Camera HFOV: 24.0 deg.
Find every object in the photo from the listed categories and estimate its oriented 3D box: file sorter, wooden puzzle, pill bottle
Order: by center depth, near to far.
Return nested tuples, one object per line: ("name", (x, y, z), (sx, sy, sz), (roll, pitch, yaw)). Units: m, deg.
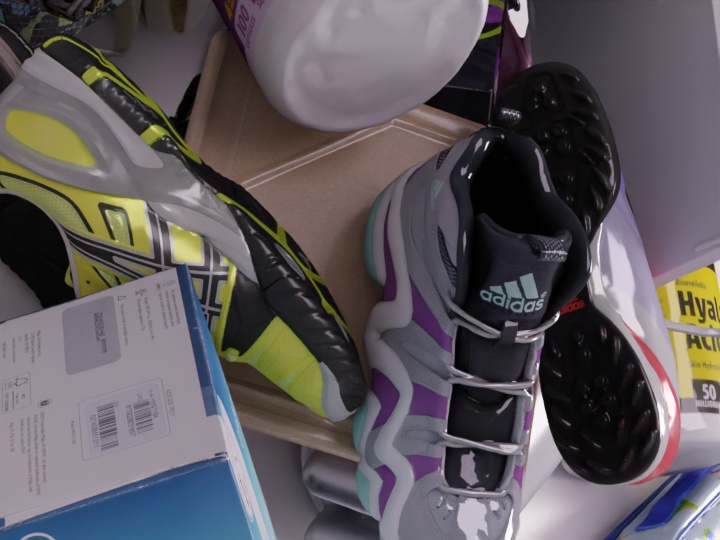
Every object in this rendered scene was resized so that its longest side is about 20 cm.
("pill bottle", (-0.031, -0.169, 0.782), (0.112, 0.112, 0.201), (11, 40, -45))
("wooden puzzle", (0.000, 0.000, 0.793), (0.199, 0.037, 0.186), (20, 64, -17))
("file sorter", (0.182, -0.080, 0.891), (0.124, 0.139, 0.201), (10, 67, -32))
("pill bottle", (0.165, 0.020, 1.040), (0.111, 0.111, 0.201), (13, 63, -44))

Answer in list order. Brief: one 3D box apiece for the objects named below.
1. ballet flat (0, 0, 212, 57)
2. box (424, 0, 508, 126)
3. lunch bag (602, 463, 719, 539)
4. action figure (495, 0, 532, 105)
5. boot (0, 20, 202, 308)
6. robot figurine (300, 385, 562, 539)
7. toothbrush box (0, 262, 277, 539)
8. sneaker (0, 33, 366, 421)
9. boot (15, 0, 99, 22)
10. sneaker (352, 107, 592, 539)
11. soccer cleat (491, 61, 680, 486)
("ballet flat", (-0.114, -0.144, 0.847), (0.200, 0.074, 0.075), (-25, 92, -49))
("box", (0.014, -0.175, 0.947), (0.036, 0.142, 0.201), (89, 9, -55))
("lunch bag", (0.227, 0.202, 1.051), (0.200, 0.082, 0.162), (-32, 99, -50))
("action figure", (0.108, -0.089, 0.971), (0.149, 0.133, 0.201), (74, 24, -44))
("boot", (-0.105, -0.050, 0.796), (0.201, 0.073, 0.151), (58, 42, -18))
("robot figurine", (0.046, 0.080, 0.876), (0.200, 0.112, 0.171), (-41, 142, -49))
("toothbrush box", (-0.071, 0.124, 0.649), (0.147, 0.085, 0.201), (-113, -172, -62))
("sneaker", (-0.077, -0.005, 0.707), (0.200, 0.076, 0.075), (46, 5, -12))
("boot", (-0.188, -0.150, 0.700), (0.173, 0.069, 0.201), (25, 49, -8))
("sneaker", (0.052, 0.029, 0.701), (0.077, 0.140, 0.201), (2, 69, -23))
("soccer cleat", (0.107, 0.002, 0.799), (0.073, 0.068, 0.201), (11, 64, -64))
